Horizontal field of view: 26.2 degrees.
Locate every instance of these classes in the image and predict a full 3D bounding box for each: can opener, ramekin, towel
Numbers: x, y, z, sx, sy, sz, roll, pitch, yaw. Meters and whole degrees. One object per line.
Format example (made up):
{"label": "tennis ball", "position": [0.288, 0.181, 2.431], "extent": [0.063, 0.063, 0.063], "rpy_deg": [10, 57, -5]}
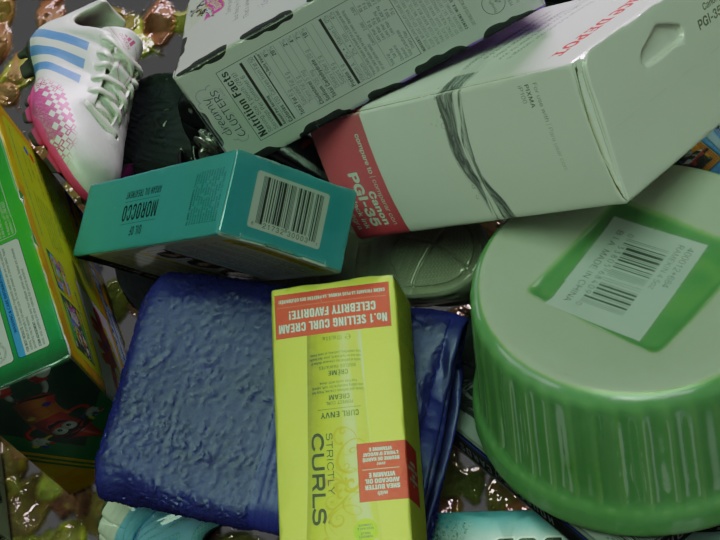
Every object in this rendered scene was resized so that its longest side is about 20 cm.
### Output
{"label": "can opener", "position": [-0.039, -0.070, 1.023], "extent": [0.200, 0.063, 0.079], "rpy_deg": [32, 61, 23]}
{"label": "ramekin", "position": [0.153, 0.034, 0.835], "extent": [0.199, 0.098, 0.200], "rpy_deg": [-9, 44, 8]}
{"label": "towel", "position": [-0.043, 0.083, 0.891], "extent": [0.199, 0.050, 0.148], "rpy_deg": [9, 70, 16]}

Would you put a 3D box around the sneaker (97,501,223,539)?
{"label": "sneaker", "position": [-0.067, 0.113, 0.958], "extent": [0.090, 0.078, 0.200], "rpy_deg": [40, 85, 10]}

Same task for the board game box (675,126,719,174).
{"label": "board game box", "position": [0.237, -0.101, 0.980], "extent": [0.151, 0.037, 0.200], "rpy_deg": [-37, 62, -3]}

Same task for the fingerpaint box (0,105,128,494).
{"label": "fingerpaint box", "position": [-0.210, 0.018, 0.976], "extent": [0.073, 0.167, 0.200], "rpy_deg": [-24, 62, 1]}

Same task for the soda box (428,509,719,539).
{"label": "soda box", "position": [0.117, 0.174, 0.869], "extent": [0.199, 0.064, 0.069], "rpy_deg": [-3, 64, 14]}

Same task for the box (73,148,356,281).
{"label": "box", "position": [-0.091, -0.026, 0.914], "extent": [0.200, 0.082, 0.049], "rpy_deg": [-5, 70, 57]}

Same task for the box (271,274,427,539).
{"label": "box", "position": [-0.005, 0.106, 0.819], "extent": [0.075, 0.050, 0.201], "rpy_deg": [-6, 67, 10]}

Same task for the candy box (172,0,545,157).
{"label": "candy box", "position": [-0.004, -0.165, 0.904], "extent": [0.200, 0.072, 0.168], "rpy_deg": [-27, 28, 14]}

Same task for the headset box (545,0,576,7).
{"label": "headset box", "position": [0.162, -0.220, 0.995], "extent": [0.174, 0.093, 0.200], "rpy_deg": [15, 62, 36]}

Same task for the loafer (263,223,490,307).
{"label": "loafer", "position": [0.000, 0.000, 0.971], "extent": [0.199, 0.063, 0.072], "rpy_deg": [2, 72, 32]}

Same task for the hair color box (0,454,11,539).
{"label": "hair color box", "position": [-0.287, 0.079, 1.002], "extent": [0.065, 0.109, 0.201], "rpy_deg": [-19, 61, 6]}

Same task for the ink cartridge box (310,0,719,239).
{"label": "ink cartridge box", "position": [0.094, -0.091, 0.869], "extent": [0.200, 0.083, 0.146], "rpy_deg": [-5, 23, 46]}

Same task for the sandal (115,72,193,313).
{"label": "sandal", "position": [-0.141, -0.054, 1.057], "extent": [0.075, 0.048, 0.201], "rpy_deg": [-15, 62, 9]}

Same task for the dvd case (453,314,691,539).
{"label": "dvd case", "position": [0.135, 0.074, 0.890], "extent": [0.150, 0.025, 0.200], "rpy_deg": [-36, 47, -18]}

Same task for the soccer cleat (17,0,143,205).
{"label": "soccer cleat", "position": [-0.185, -0.125, 1.064], "extent": [0.086, 0.070, 0.200], "rpy_deg": [-33, 41, 7]}
